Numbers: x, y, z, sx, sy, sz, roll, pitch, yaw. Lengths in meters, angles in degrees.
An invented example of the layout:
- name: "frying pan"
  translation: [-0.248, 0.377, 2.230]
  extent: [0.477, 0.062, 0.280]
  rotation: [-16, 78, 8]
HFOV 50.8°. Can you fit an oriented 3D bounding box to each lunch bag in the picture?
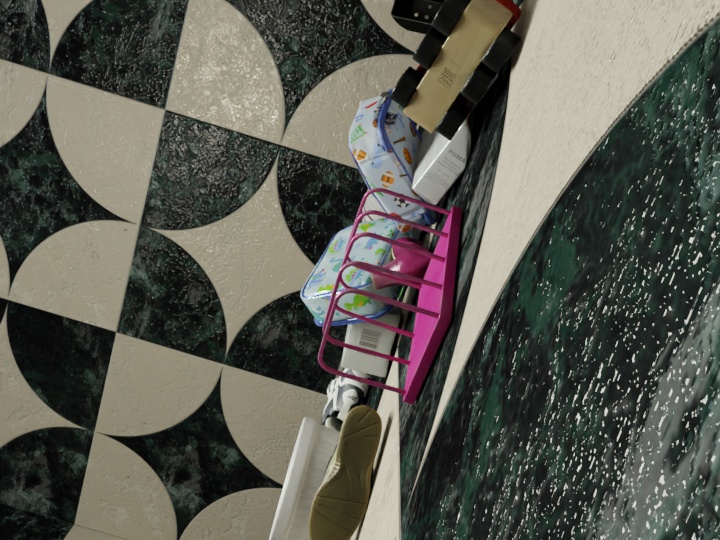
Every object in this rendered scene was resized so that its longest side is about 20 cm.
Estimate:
- name: "lunch bag"
  translation: [0.000, 0.000, 1.217]
  extent: [0.083, 0.160, 0.201]
  rotation: [60, -145, -27]
- name: "lunch bag"
  translation: [0.058, -0.170, 1.142]
  extent: [0.201, 0.075, 0.161]
  rotation: [60, -151, -28]

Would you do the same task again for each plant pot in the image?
- name: "plant pot"
  translation: [0.241, -0.975, 2.799]
  extent: [0.177, 0.198, 0.201]
  rotation: [36, -110, -78]

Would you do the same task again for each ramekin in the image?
- name: "ramekin"
  translation: [-0.066, 0.341, 1.178]
  extent: [0.200, 0.104, 0.202]
  rotation: [-164, 90, -88]

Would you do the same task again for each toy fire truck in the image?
- name: "toy fire truck"
  translation: [0.127, -0.294, 0.945]
  extent: [0.200, 0.128, 0.176]
  rotation: [-55, 0, -42]

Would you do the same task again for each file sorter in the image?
- name: "file sorter"
  translation: [0.033, 0.020, 0.880]
  extent: [0.201, 0.124, 0.140]
  rotation: [-75, 3, -50]

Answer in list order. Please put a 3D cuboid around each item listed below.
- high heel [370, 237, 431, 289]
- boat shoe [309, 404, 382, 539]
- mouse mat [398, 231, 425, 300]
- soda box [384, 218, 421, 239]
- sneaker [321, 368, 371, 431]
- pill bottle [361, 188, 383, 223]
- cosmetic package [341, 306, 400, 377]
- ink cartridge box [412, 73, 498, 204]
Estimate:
- name: "high heel"
  translation: [0.089, -0.017, 1.106]
  extent: [0.068, 0.095, 0.200]
  rotation: [68, -157, -11]
- name: "boat shoe"
  translation: [-0.015, 0.281, 1.037]
  extent: [0.066, 0.071, 0.203]
  rotation: [17, -90, -81]
- name: "mouse mat"
  translation: [0.101, -0.054, 1.389]
  extent: [0.201, 0.007, 0.162]
  rotation: [-74, 2, -54]
- name: "soda box"
  translation: [0.067, -0.065, 1.321]
  extent: [0.201, 0.068, 0.064]
  rotation: [108, 179, -47]
- name: "sneaker"
  translation: [-0.042, 0.288, 1.524]
  extent: [0.130, 0.079, 0.199]
  rotation: [-65, 7, -30]
- name: "pill bottle"
  translation: [0.065, -0.134, 1.388]
  extent: [0.201, 0.109, 0.110]
  rotation: [109, 177, -46]
- name: "cosmetic package"
  translation: [0.018, 0.099, 1.323]
  extent: [0.200, 0.080, 0.114]
  rotation: [-76, 0, -79]
- name: "ink cartridge box"
  translation: [0.147, -0.210, 1.045]
  extent: [0.200, 0.057, 0.163]
  rotation: [-47, 18, 36]
